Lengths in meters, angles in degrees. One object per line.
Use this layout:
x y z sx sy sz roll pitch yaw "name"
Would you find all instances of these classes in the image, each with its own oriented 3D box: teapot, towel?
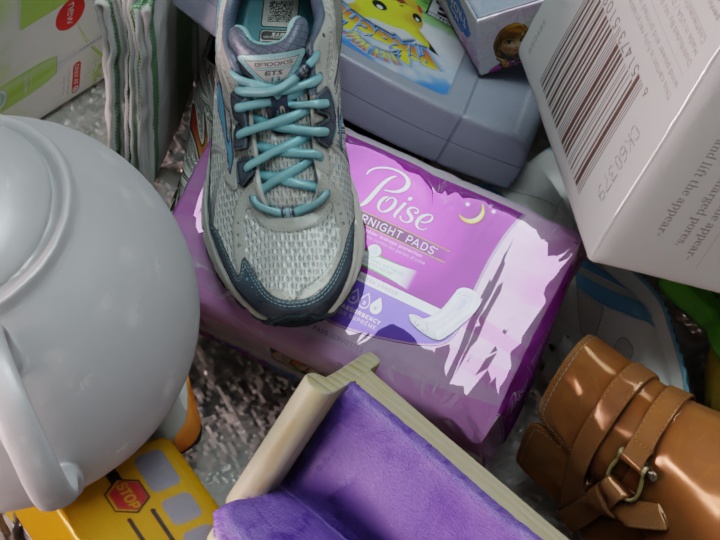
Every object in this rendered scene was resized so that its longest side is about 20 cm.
-0.172 0.004 1.233 0.199 0.146 0.198 14 60 24 "teapot"
-0.101 -0.154 1.470 0.030 0.150 0.201 11 47 5 "towel"

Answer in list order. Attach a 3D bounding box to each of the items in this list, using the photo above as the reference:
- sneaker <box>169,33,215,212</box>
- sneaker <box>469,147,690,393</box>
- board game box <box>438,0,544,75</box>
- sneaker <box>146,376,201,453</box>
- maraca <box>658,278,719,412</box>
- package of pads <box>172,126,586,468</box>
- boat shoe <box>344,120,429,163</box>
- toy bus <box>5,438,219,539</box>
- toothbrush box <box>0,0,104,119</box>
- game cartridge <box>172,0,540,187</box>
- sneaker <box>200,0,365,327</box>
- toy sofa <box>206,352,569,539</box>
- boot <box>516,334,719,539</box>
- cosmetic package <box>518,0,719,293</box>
-0.061 -0.069 1.443 0.077 0.082 0.201 2 53 -7 "sneaker"
0.105 0.027 1.398 0.080 0.077 0.200 -21 49 -12 "sneaker"
0.120 -0.206 1.483 0.199 0.041 0.200 -17 47 -9 "board game box"
-0.160 0.037 1.355 0.092 0.076 0.200 -37 57 -20 "sneaker"
0.218 0.062 1.353 0.137 0.107 0.200 30 16 -43 "maraca"
0.000 0.000 1.338 0.199 0.076 0.121 25 76 11 "package of pads"
0.010 -0.086 1.479 0.071 0.068 0.201 4 48 -4 "boat shoe"
-0.091 0.146 1.263 0.078 0.065 0.200 -22 56 -25 "toy bus"
-0.207 -0.143 1.446 0.086 0.146 0.200 37 53 23 "toothbrush box"
0.006 -0.122 1.432 0.199 0.041 0.134 28 35 -4 "game cartridge"
-0.043 -0.073 1.281 0.077 0.086 0.201 -6 69 1 "sneaker"
0.036 0.136 1.237 0.200 0.083 0.097 40 27 12 "toy sofa"
0.161 0.081 1.269 0.076 0.200 0.155 -23 63 -39 "boot"
0.209 -0.092 1.295 0.199 0.165 0.165 13 37 -24 "cosmetic package"
